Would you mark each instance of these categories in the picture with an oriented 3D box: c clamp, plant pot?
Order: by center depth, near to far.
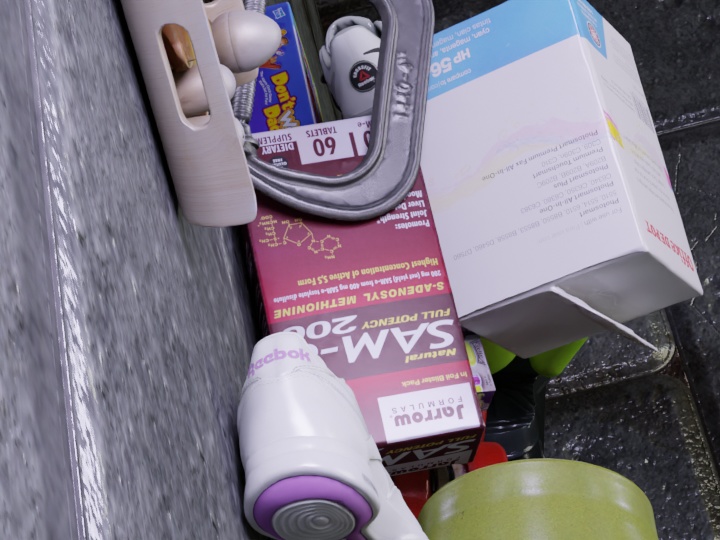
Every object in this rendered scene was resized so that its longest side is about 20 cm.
[{"bbox_3d":[0.096,0.209,0.960,0.201,0.199,0.194,73,13,-52],"label":"plant pot"},{"bbox_3d":[-0.040,-0.124,1.069,0.027,0.170,0.201,126,-34,-65],"label":"c clamp"}]

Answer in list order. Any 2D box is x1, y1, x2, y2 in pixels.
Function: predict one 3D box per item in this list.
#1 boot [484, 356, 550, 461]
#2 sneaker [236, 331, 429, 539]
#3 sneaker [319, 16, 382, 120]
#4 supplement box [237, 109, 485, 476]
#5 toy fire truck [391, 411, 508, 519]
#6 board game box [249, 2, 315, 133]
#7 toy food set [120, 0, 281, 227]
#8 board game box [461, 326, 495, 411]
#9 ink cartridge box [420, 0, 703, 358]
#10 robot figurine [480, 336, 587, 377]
[{"bbox_3d":[0.101,0.149,1.295,0.198,0.073,0.164,-76,161,-69],"label":"boot"},{"bbox_3d":[-0.012,0.096,0.901,0.200,0.074,0.100,72,6,-63],"label":"sneaker"},{"bbox_3d":[0.012,-0.135,1.300,0.200,0.074,0.089,-65,130,-89],"label":"sneaker"},{"bbox_3d":[-0.006,0.015,1.060,0.061,0.108,0.201,99,-21,-65],"label":"supplement box"},{"bbox_3d":[0.019,0.151,1.156,0.201,0.111,0.169,-99,-167,-54],"label":"toy fire truck"},{"bbox_3d":[-0.043,-0.065,1.315,0.135,0.044,0.201,72,5,-68],"label":"board game box"},{"bbox_3d":[-0.074,-0.124,0.890,0.200,0.060,0.144,-100,176,-66],"label":"toy food set"},{"bbox_3d":[0.000,0.000,1.141,0.032,0.119,0.201,102,-24,-54],"label":"board game box"},{"bbox_3d":[0.114,-0.045,1.128,0.128,0.125,0.201,27,46,-61],"label":"ink cartridge box"},{"bbox_3d":[0.081,-0.004,1.275,0.200,0.175,0.116,-46,174,-44],"label":"robot figurine"}]
